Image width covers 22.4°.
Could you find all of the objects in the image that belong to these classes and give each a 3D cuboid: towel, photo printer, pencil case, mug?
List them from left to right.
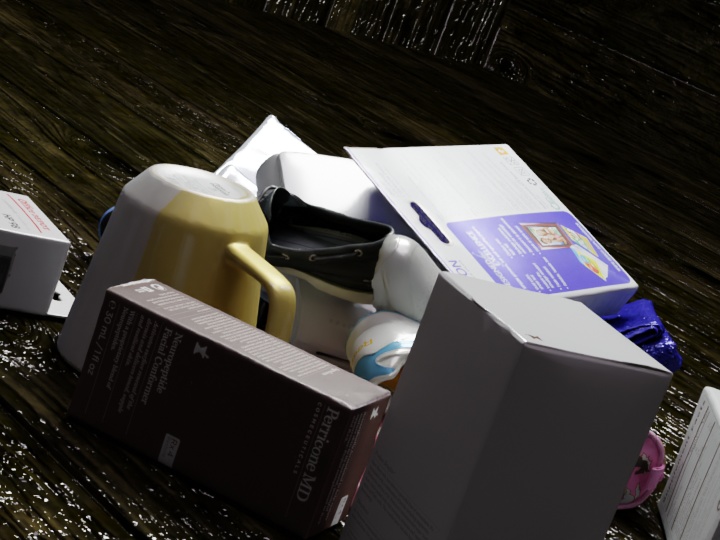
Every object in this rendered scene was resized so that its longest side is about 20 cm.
[{"bbox_3d":[-0.122,0.010,1.378,0.186,0.153,0.149,19,13,11],"label":"mug"},{"bbox_3d":[0.000,0.000,1.538,0.166,0.069,0.200,9,51,-24],"label":"photo printer"},{"bbox_3d":[0.164,0.077,1.544,0.200,0.050,0.148,-19,15,4],"label":"towel"},{"bbox_3d":[0.204,0.134,1.545,0.086,0.083,0.200,-19,13,5],"label":"pencil case"}]

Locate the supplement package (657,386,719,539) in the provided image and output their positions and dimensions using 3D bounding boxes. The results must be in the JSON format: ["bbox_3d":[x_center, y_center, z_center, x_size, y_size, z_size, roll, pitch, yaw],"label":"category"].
[{"bbox_3d":[0.312,0.186,1.411,0.117,0.117,0.200,19,14,-1],"label":"supplement package"}]

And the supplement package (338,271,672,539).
[{"bbox_3d":[0.090,0.121,1.167,0.120,0.200,0.121,12,16,-28],"label":"supplement package"}]

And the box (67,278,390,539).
[{"bbox_3d":[-0.092,0.092,1.241,0.200,0.100,0.075,24,14,18],"label":"box"}]

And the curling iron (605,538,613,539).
[{"bbox_3d":[0.170,0.197,1.349,0.050,0.026,0.200,-17,8,5],"label":"curling iron"}]

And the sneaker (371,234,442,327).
[{"bbox_3d":[0.068,0.048,1.411,0.080,0.200,0.076,0,46,29],"label":"sneaker"}]

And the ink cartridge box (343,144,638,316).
[{"bbox_3d":[0.102,-0.031,1.520,0.200,0.043,0.198,-4,44,-43],"label":"ink cartridge box"}]

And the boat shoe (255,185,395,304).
[{"bbox_3d":[-0.060,-0.034,1.444,0.199,0.066,0.075,21,42,16],"label":"boat shoe"}]

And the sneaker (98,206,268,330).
[{"bbox_3d":[-0.150,-0.005,1.598,0.200,0.070,0.078,24,7,12],"label":"sneaker"}]

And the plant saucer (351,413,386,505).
[{"bbox_3d":[0.058,0.145,1.351,0.200,0.051,0.201,20,13,-5],"label":"plant saucer"}]

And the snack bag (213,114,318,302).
[{"bbox_3d":[-0.049,-0.038,1.608,0.189,0.021,0.200,37,42,2],"label":"snack bag"}]

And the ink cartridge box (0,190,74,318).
[{"bbox_3d":[-0.310,-0.023,1.442,0.200,0.067,0.116,11,15,-32],"label":"ink cartridge box"}]

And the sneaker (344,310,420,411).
[{"bbox_3d":[0.087,0.093,1.356,0.200,0.077,0.081,13,27,-14],"label":"sneaker"}]
